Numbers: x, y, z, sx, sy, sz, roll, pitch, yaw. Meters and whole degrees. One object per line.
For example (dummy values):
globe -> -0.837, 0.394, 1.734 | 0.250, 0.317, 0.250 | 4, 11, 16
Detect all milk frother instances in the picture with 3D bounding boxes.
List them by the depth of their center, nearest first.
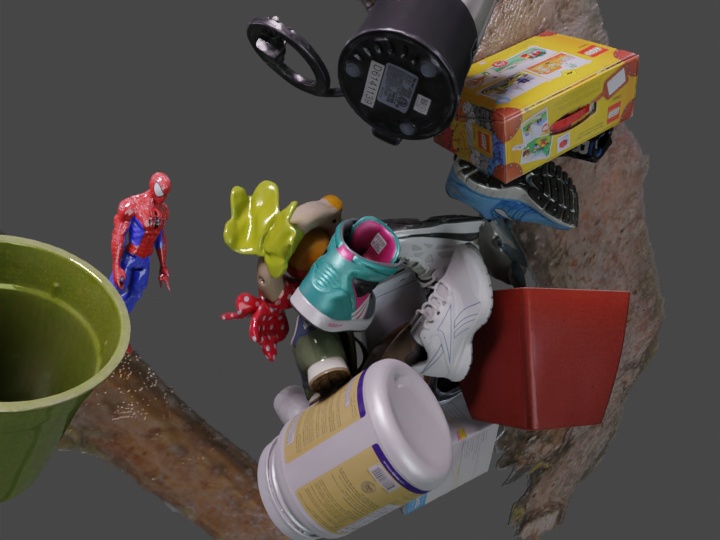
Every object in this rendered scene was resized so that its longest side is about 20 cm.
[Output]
milk frother -> 0.018, -0.247, 0.572 | 0.198, 0.180, 0.191 | 33, 61, -14

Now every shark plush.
shark plush -> 0.199, -0.058, 0.875 | 0.083, 0.090, 0.203 | -42, 114, -28

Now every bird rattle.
bird rattle -> -0.076, -0.003, 0.680 | 0.161, 0.111, 0.204 | -31, 136, -35

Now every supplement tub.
supplement tub -> -0.008, 0.210, 0.670 | 0.198, 0.148, 0.144 | -36, 136, 24

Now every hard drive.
hard drive -> 0.060, 0.083, 0.869 | 0.129, 0.027, 0.204 | -22, 128, -21

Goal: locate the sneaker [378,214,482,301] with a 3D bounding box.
sneaker -> 0.079, -0.008, 0.767 | 0.195, 0.075, 0.119 | -6, 101, -28

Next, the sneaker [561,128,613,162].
sneaker -> 0.254, -0.176, 0.779 | 0.196, 0.112, 0.075 | -24, 128, -19

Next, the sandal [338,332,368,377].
sandal -> -0.020, 0.129, 0.823 | 0.057, 0.078, 0.205 | -46, 140, -33

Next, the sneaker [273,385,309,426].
sneaker -> -0.048, 0.261, 0.849 | 0.073, 0.115, 0.201 | -41, 133, -6

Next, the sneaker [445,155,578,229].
sneaker -> 0.201, -0.102, 0.781 | 0.195, 0.090, 0.080 | 20, 66, -13

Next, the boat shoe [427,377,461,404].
boat shoe -> 0.185, 0.137, 0.937 | 0.197, 0.073, 0.068 | -31, 166, -19

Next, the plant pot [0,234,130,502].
plant pot -> -0.332, 0.107, 0.530 | 0.196, 0.202, 0.192 | 8, 126, -36

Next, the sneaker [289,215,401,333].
sneaker -> 0.000, 0.000, 0.680 | 0.122, 0.083, 0.199 | -52, 167, 10

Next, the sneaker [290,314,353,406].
sneaker -> -0.048, 0.109, 0.731 | 0.065, 0.092, 0.201 | -18, 159, -9

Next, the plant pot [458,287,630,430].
plant pot -> 0.242, 0.124, 0.834 | 0.195, 0.199, 0.182 | 3, 83, -25

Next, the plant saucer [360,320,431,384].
plant saucer -> 0.044, 0.159, 0.827 | 0.199, 0.036, 0.205 | -35, 135, -44

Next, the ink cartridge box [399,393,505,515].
ink cartridge box -> 0.126, 0.271, 0.960 | 0.195, 0.129, 0.128 | -15, 128, -25

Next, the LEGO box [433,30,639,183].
LEGO box -> 0.201, -0.203, 0.702 | 0.196, 0.149, 0.079 | -27, 130, -16

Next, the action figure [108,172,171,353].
action figure -> -0.230, -0.004, 0.600 | 0.065, 0.051, 0.204 | -4, 120, -56

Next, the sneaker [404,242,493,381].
sneaker -> 0.111, 0.060, 0.751 | 0.084, 0.075, 0.205 | 0, 118, -17
